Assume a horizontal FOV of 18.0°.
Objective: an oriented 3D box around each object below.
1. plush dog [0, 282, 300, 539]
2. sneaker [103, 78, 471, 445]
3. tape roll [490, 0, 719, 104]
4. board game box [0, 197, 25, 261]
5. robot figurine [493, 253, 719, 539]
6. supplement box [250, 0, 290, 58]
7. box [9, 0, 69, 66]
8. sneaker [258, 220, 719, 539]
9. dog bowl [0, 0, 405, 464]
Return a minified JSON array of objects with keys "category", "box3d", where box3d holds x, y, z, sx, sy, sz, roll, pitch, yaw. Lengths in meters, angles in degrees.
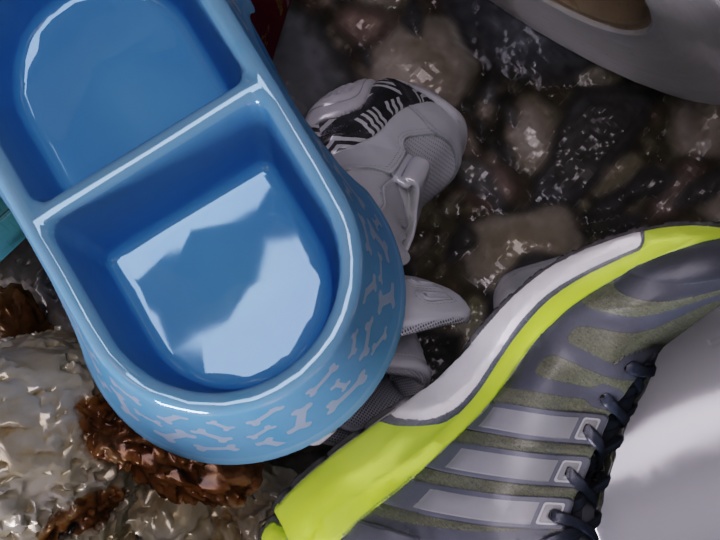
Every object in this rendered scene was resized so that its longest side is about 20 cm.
[{"category":"plush dog","box3d":[-0.119,0.069,0.827,0.199,0.172,0.161,-16,80,1]},{"category":"sneaker","box3d":[0.000,0.000,0.834,0.115,0.200,0.075,40,127,20]},{"category":"tape roll","box3d":[0.081,-0.146,0.838,0.202,0.202,0.071,34,84,7]},{"category":"board game box","box3d":[-0.237,-0.022,0.911,0.200,0.045,0.152,-43,81,-4]},{"category":"robot figurine","box3d":[0.105,0.066,0.847,0.199,0.113,0.170,-22,107,-1]},{"category":"supplement box","box3d":[-0.061,-0.118,0.887,0.061,0.109,0.201,16,83,6]},{"category":"box","box3d":[-0.172,-0.077,0.837,0.137,0.039,0.200,32,87,38]},{"category":"sneaker","box3d":[0.063,0.060,0.759,0.200,0.074,0.081,-42,69,16]},{"category":"dog bowl","box3d":[-0.066,-0.034,0.742,0.111,0.050,0.201,-31,78,-1]}]
